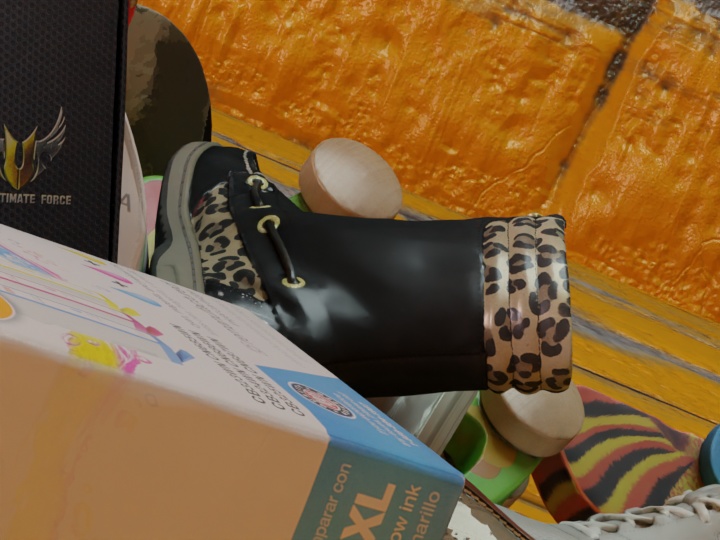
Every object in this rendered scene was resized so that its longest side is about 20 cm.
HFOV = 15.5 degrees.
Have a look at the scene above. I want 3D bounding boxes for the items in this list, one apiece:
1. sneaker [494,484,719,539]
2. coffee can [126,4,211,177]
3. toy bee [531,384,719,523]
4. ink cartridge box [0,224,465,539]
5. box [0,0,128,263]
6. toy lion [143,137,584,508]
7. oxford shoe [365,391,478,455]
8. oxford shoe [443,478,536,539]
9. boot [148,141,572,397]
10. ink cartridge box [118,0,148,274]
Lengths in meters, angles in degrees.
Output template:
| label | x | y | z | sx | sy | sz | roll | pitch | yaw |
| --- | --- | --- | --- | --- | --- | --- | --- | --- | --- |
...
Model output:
| label | x | y | z | sx | sy | sz | roll | pitch | yaw |
| --- | --- | --- | --- | --- | --- | --- | --- | --- | --- |
| sneaker | 0.127 | 0.118 | 1.096 | 0.199 | 0.093 | 0.076 | 21 | 6 | -22 |
| coffee can | -0.187 | -0.072 | 1.188 | 0.199 | 0.147 | 0.146 | 22 | 4 | 37 |
| toy bee | 0.170 | 0.121 | 1.182 | 0.198 | 0.109 | 0.131 | 5 | -26 | 5 |
| ink cartridge box | -0.105 | 0.055 | 0.599 | 0.199 | 0.126 | 0.128 | 21 | 7 | -32 |
| box | -0.158 | -0.028 | 0.770 | 0.051 | 0.159 | 0.199 | 4 | 1 | 44 |
| toy lion | -0.027 | 0.039 | 1.112 | 0.200 | 0.069 | 0.191 | 49 | 41 | 10 |
| oxford shoe | 0.011 | 0.043 | 1.037 | 0.058 | 0.075 | 0.200 | 38 | 42 | -4 |
| oxford shoe | 0.026 | 0.111 | 0.898 | 0.199 | 0.071 | 0.075 | 22 | 13 | 2 |
| boot | 0.000 | 0.002 | 0.995 | 0.152 | 0.074 | 0.204 | -3 | 20 | 1 |
| ink cartridge box | -0.087 | -0.035 | 0.948 | 0.050 | 0.201 | 0.161 | 20 | -7 | -2 |
